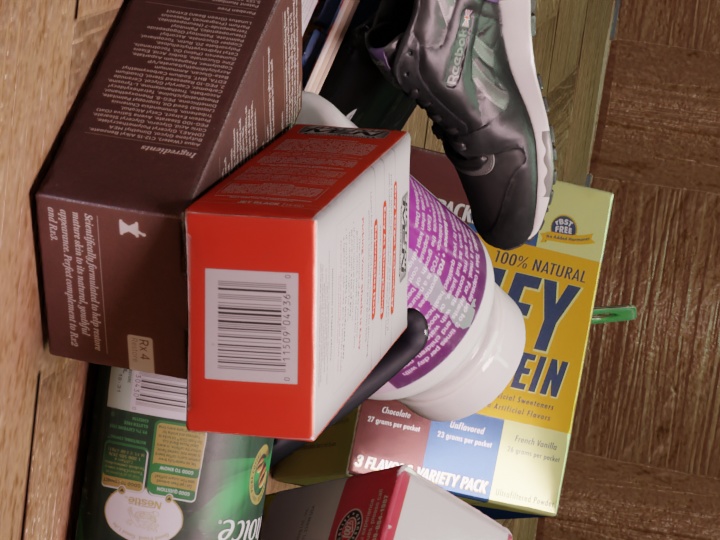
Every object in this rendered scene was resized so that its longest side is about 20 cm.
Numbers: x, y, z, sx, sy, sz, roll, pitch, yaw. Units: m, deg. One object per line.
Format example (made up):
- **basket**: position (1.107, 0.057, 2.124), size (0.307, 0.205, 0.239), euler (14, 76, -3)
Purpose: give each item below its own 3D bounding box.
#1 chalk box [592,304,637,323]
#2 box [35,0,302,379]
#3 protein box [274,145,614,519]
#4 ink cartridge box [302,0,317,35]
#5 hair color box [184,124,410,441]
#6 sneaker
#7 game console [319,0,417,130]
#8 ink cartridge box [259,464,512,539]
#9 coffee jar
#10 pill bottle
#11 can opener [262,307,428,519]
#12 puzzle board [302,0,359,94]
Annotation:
- **chalk box**: position (0.087, 0.025, 2.010), size (0.124, 0.200, 0.124), euler (59, 41, -79)
- **box**: position (-0.084, -0.055, 1.351), size (0.200, 0.075, 0.100), euler (-72, 168, -47)
- **protein box**: position (0.049, 0.045, 1.833), size (0.199, 0.135, 0.200), euler (159, -58, -75)
- **ink cartridge box**: position (-0.062, -0.208, 1.461), size (0.162, 0.050, 0.200), euler (-70, 151, -45)
- **hair color box**: position (-0.025, 0.001, 1.331), size (0.200, 0.061, 0.102), euler (-44, 136, -72)
- **sneaker**: position (0.043, -0.103, 1.528), size (0.076, 0.088, 0.200), euler (28, -51, 62)
- **game console**: position (-0.009, -0.144, 1.658), size (0.176, 0.116, 0.200), euler (-35, 167, -36)
- **ink cartridge box**: position (-0.031, 0.192, 1.508), size (0.083, 0.200, 0.145), euler (32, 61, -31)
- **coffee jar**: position (-0.092, 0.120, 1.428), size (0.104, 0.085, 0.200), euler (-8, 107, -79)
- **pill bottle**: position (0.000, 0.000, 1.537), size (0.200, 0.112, 0.112), euler (40, 54, -42)
- **can opener**: position (-0.040, 0.078, 1.500), size (0.200, 0.079, 0.063), euler (-40, 166, 26)
- **puzzle board**: position (-0.009, -0.169, 1.606), size (0.200, 0.017, 0.151), euler (-66, -170, -3)
